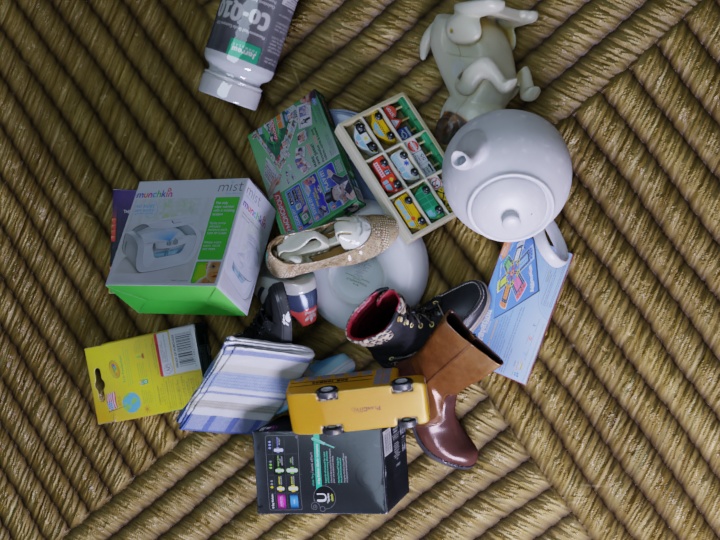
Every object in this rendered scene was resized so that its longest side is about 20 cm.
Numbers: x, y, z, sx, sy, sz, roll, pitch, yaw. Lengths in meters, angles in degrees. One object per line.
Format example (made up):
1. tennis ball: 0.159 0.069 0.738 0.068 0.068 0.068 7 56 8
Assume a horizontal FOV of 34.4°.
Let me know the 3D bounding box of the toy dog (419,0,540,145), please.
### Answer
1. toy dog: 0.158 -0.269 1.653 0.191 0.139 0.204 0 90 29

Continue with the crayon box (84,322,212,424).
1. crayon box: -0.331 0.163 1.839 0.197 0.051 0.129 -11 87 15

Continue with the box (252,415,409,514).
1. box: -0.042 0.281 1.705 0.196 0.148 0.127 -4 91 16

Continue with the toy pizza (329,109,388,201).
1. toy pizza: -0.037 -0.141 1.762 0.197 0.032 0.204 0 90 15

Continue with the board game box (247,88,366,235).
1. board game box: -0.082 -0.149 1.719 0.133 0.029 0.202 -31 64 21

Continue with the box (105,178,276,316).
1. box: -0.242 -0.034 1.685 0.197 0.097 0.179 1 63 28

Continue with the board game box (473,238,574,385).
1. board game box: 0.229 0.053 1.693 0.102 0.019 0.203 21 96 13

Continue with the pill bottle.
1. pill bottle: -0.170 -0.353 1.757 0.112 0.113 0.203 20 96 15

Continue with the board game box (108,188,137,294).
1. board game box: -0.294 -0.041 1.825 0.196 0.057 0.169 2 92 16

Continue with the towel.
1. towel: -0.167 0.168 1.669 0.201 0.145 0.024 -56 39 36

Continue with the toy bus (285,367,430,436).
1. toy bus: -0.002 0.182 1.628 0.196 0.078 0.066 -7 106 8

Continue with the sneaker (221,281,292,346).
1. sneaker: -0.150 0.106 1.667 0.102 0.060 0.202 -8 132 -9

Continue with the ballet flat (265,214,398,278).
1. ballet flat: -0.043 -0.039 1.644 0.197 0.065 0.071 -20 63 4

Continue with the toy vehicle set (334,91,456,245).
1. toy vehicle set: 0.065 -0.151 1.700 0.123 0.027 0.202 -29 81 -23

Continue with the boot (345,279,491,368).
1. boot: 0.081 0.065 1.663 0.199 0.150 0.074 -33 58 15

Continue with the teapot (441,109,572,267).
1. teapot: 0.205 -0.108 1.594 0.196 0.147 0.199 4 134 -4

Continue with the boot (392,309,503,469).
1. boot: 0.141 0.172 1.647 0.189 0.068 0.200 49 130 6

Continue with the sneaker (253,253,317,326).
1. sneaker: -0.132 0.034 1.741 0.199 0.074 0.086 22 127 53

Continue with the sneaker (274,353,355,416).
1. sneaker: -0.114 0.140 1.763 0.198 0.079 0.132 -26 85 14

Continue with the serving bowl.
1. serving bowl: 0.000 0.000 1.713 0.196 0.066 0.204 2 102 11
